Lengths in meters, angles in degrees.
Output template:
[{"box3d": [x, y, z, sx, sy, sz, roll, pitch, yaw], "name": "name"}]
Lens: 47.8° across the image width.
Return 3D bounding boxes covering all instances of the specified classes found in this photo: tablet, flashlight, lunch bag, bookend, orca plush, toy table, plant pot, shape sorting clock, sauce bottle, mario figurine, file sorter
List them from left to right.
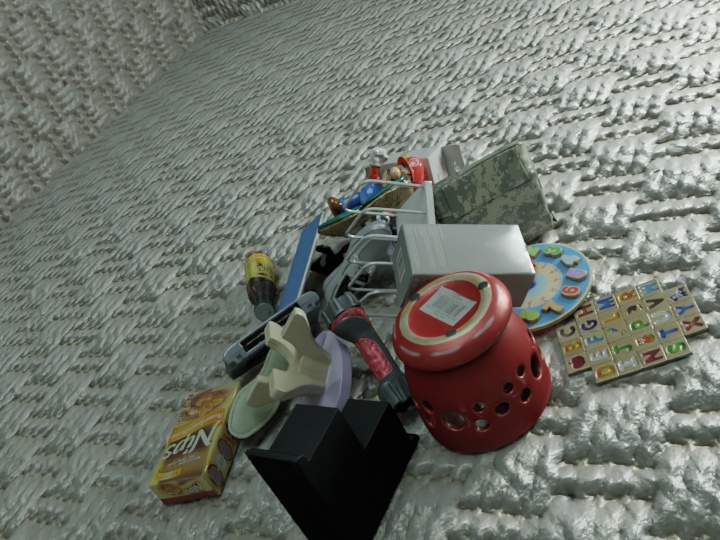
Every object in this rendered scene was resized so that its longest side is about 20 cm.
[{"box3d": [-0.203, 0.033, 1.671, 0.065, 0.067, 0.201, -27, 33, 4], "name": "sauce bottle"}, {"box3d": [-0.115, -0.008, 1.582, 0.130, 0.013, 0.204, -33, 39, 63], "name": "tablet"}, {"box3d": [-0.094, 0.157, 1.295, 0.187, 0.115, 0.200, -64, 22, 10], "name": "toy table"}, {"box3d": [-0.056, -0.004, 1.592, 0.197, 0.104, 0.073, -14, 70, 38], "name": "orca plush"}, {"box3d": [-0.029, 0.238, 1.096, 0.091, 0.202, 0.200, -2, 41, 37], "name": "bookend"}, {"box3d": [0.013, 0.129, 1.252, 0.067, 0.068, 0.202, -34, 64, 2], "name": "flashlight"}, {"box3d": [0.033, -0.157, 1.548, 0.198, 0.125, 0.106, -33, 18, -2], "name": "mario figurine"}, {"box3d": [0.047, -0.032, 1.355, 0.139, 0.122, 0.205, 134, 135, -63], "name": "file sorter"}, {"box3d": [0.147, 0.120, 1.135, 0.197, 0.184, 0.202, -23, 33, 15], "name": "plant pot"}, {"box3d": [0.223, -0.105, 1.405, 0.197, 0.170, 0.139, -27, 2, 1], "name": "lunch bag"}, {"box3d": [0.272, 0.023, 1.299, 0.197, 0.040, 0.202, -23, 31, 15], "name": "shape sorting clock"}]

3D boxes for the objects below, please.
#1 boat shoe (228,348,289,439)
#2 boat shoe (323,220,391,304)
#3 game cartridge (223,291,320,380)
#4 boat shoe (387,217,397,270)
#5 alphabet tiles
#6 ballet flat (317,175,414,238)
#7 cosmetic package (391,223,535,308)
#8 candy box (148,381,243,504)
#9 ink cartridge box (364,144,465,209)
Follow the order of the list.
[{"box3d": [-0.161, 0.209, 1.390, 0.071, 0.061, 0.203, 27, 57, 7], "name": "boat shoe"}, {"box3d": [0.000, 0.000, 1.495, 0.201, 0.072, 0.068, -55, 33, 35], "name": "boat shoe"}, {"box3d": [-0.160, 0.119, 1.461, 0.198, 0.042, 0.133, -36, -7, -16], "name": "game cartridge"}, {"box3d": [0.082, -0.053, 1.535, 0.067, 0.074, 0.201, -29, 31, 9], "name": "boat shoe"}, {"box3d": [0.380, 0.084, 1.155, 0.196, 0.006, 0.168, -21, 33, 16], "name": "alphabet tiles"}, {"box3d": [0.014, -0.098, 1.486, 0.197, 0.066, 0.071, -28, 9, 15], "name": "ballet flat"}, {"box3d": [0.155, -0.007, 1.237, 0.195, 0.091, 0.108, 3, 48, -13], "name": "cosmetic package"}, {"box3d": [-0.264, 0.288, 1.364, 0.113, 0.056, 0.202, -17, 33, 24], "name": "candy box"}, {"box3d": [0.117, -0.179, 1.637, 0.197, 0.119, 0.067, -4, 25, 37], "name": "ink cartridge box"}]
